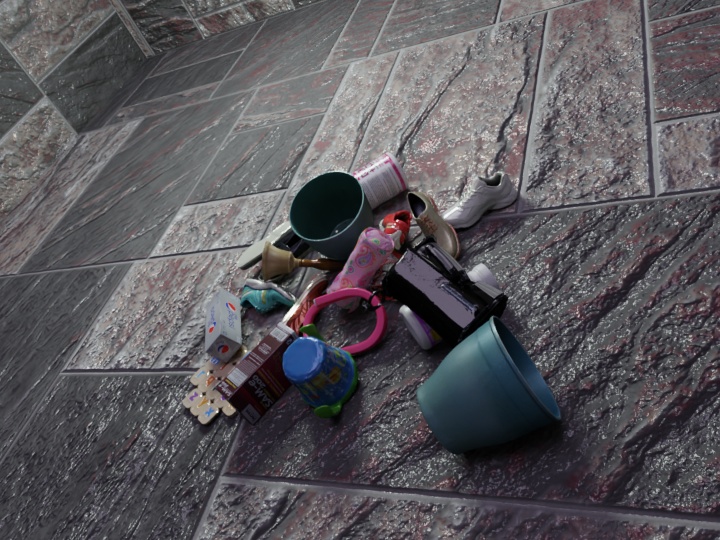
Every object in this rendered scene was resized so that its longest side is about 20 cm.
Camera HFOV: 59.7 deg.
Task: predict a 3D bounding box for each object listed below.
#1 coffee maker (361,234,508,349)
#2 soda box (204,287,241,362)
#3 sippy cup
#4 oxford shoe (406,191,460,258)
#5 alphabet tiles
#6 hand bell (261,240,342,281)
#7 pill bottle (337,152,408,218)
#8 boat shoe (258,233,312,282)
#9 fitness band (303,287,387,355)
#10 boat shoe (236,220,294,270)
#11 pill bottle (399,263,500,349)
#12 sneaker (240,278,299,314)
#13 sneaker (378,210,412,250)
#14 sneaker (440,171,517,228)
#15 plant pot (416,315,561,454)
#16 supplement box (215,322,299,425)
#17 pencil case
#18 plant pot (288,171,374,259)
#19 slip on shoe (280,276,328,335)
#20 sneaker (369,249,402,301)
[{"bbox_3d":[0.147,0.065,1.191,0.200,0.135,0.192,42,97,28],"label":"coffee maker"},{"bbox_3d":[-0.341,0.134,1.558,0.068,0.063,0.200,-48,29,17],"label":"soda box"},{"bbox_3d":[-0.091,0.202,1.285,0.177,0.130,0.140,31,79,36],"label":"sippy cup"},{"bbox_3d":[0.166,-0.105,1.486,0.071,0.074,0.201,-45,57,23],"label":"oxford shoe"},{"bbox_3d":[-0.320,0.266,1.472,0.196,0.015,0.199,-46,42,-19],"label":"alphabet tiles"},{"bbox_3d":[-0.145,-0.017,1.607,0.198,0.105,0.105,4,45,2],"label":"hand bell"},{"bbox_3d":[0.021,-0.225,1.709,0.199,0.114,0.114,-32,39,-2],"label":"pill bottle"},{"bbox_3d":[-0.202,-0.043,1.695,0.200,0.062,0.074,-43,42,-13],"label":"boat shoe"},{"bbox_3d":[-0.037,0.117,1.383,0.199,0.037,0.145,-18,76,18],"label":"fitness band"},{"bbox_3d":[-0.250,-0.056,1.737,0.200,0.062,0.073,-39,35,-14],"label":"boat shoe"},{"bbox_3d":[0.187,0.069,1.298,0.199,0.105,0.104,-33,39,-4],"label":"pill bottle"},{"bbox_3d":[-0.231,0.076,1.594,0.199,0.077,0.080,6,70,42],"label":"sneaker"},{"bbox_3d":[0.095,-0.109,1.522,0.085,0.077,0.200,-55,9,15],"label":"sneaker"},{"bbox_3d":[0.275,-0.179,1.514,0.199,0.100,0.078,-30,39,0],"label":"sneaker"},{"bbox_3d":[0.208,0.214,1.076,0.188,0.200,0.201,-36,37,15],"label":"plant pot"},{"bbox_3d":[-0.205,0.225,1.372,0.200,0.109,0.061,-46,42,-18],"label":"supplement box"},{"bbox_3d":[0.000,0.000,1.426,0.201,0.087,0.088,-59,28,29],"label":"pencil case"},{"bbox_3d":[-0.056,-0.120,1.576,0.199,0.161,0.202,-11,57,18],"label":"plant pot"},{"bbox_3d":[-0.128,0.096,1.507,0.061,0.074,0.200,29,53,8],"label":"slip on shoe"},{"bbox_3d":[0.049,0.001,1.487,0.108,0.067,0.201,-41,43,-17],"label":"sneaker"}]
